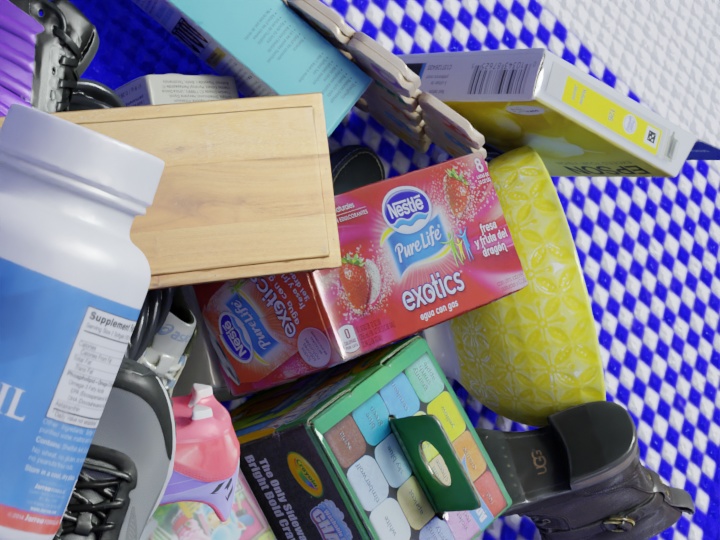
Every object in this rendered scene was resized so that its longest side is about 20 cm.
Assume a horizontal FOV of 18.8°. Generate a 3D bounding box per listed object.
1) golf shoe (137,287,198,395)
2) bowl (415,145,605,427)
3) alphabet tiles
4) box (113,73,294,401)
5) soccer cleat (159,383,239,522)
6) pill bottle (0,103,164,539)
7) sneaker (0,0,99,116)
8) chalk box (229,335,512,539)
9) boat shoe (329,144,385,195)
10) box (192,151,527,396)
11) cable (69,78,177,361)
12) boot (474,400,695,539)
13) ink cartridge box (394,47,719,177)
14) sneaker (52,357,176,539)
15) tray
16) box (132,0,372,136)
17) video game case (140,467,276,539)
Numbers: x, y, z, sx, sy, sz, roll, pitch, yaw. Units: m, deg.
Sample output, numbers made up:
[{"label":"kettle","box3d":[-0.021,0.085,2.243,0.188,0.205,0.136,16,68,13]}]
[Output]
[{"label":"golf shoe","box3d":[-0.139,0.058,1.277,0.078,0.097,0.201,12,69,-48]},{"label":"bowl","box3d":[0.090,0.024,1.494,0.107,0.200,0.201,-15,85,-3]},{"label":"alphabet tiles","box3d":[0.001,-0.128,1.427,0.195,0.200,0.015,36,85,9]},{"label":"box","box3d":[-0.105,-0.019,1.360,0.082,0.068,0.201,-2,77,-46]},{"label":"soccer cleat","box3d":[-0.166,0.108,1.199,0.067,0.199,0.077,-96,-178,-72]},{"label":"pill bottle","box3d":[-0.170,0.025,1.069,0.112,0.112,0.201,21,88,-38]},{"label":"sneaker","box3d":[-0.187,-0.103,1.209,0.099,0.070,0.201,-22,79,-13]},{"label":"chalk box","box3d":[-0.003,0.128,1.311,0.124,0.199,0.125,-35,101,-46]},{"label":"boat shoe","box3d":[-0.014,-0.009,1.451,0.073,0.062,0.201,43,50,-25]},{"label":"box","box3d":[0.000,0.000,1.339,0.200,0.099,0.096,-20,90,-50]},{"label":"cable","box3d":[-0.181,-0.017,1.250,0.163,0.051,0.201,-27,79,-17]},{"label":"boot","box3d":[0.124,0.164,1.494,0.174,0.199,0.070,59,21,-59]},{"label":"ink cartridge box","box3d":[0.129,-0.098,1.531,0.199,0.197,0.047,28,75,-34]},{"label":"sneaker","box3d":[-0.145,0.140,1.138,0.074,0.201,0.079,15,17,-10]},{"label":"tray","box3d":[-0.111,-0.040,1.178,0.199,0.037,0.099,-7,90,-25]},{"label":"box","box3d":[-0.088,-0.163,1.377,0.200,0.082,0.049,40,82,-7]},{"label":"video game case","box3d":[-0.125,0.213,1.237,0.199,0.022,0.183,-30,97,-24]}]
